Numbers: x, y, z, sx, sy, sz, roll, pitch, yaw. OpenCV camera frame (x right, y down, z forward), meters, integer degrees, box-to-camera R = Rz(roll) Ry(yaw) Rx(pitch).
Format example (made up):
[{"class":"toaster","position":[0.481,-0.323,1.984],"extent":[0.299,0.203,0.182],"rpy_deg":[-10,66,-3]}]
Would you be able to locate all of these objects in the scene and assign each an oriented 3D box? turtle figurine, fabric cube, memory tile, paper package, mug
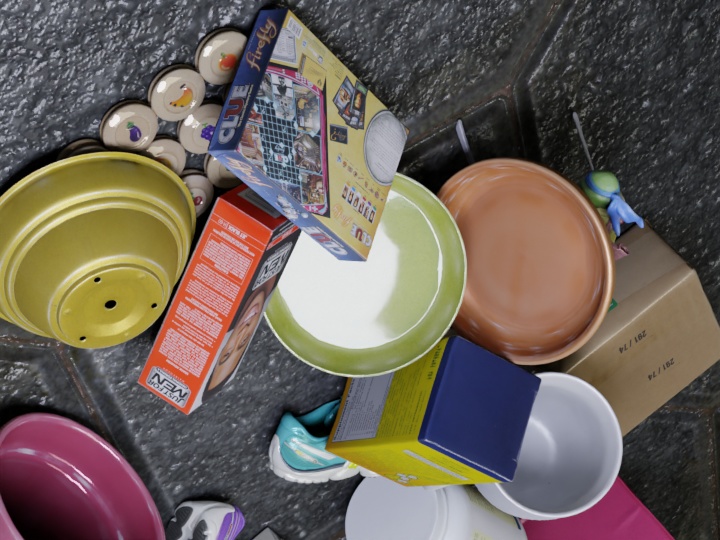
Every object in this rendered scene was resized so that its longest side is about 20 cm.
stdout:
[{"class":"turtle figurine","position":[0.188,-0.044,1.566],"extent":[0.144,0.199,0.195],"rpy_deg":[-30,144,-48]},{"class":"fabric cube","position":[0.318,0.394,2.002],"extent":[0.196,0.200,0.199],"rpy_deg":[-40,139,1]},{"class":"memory tile","position":[-0.152,-0.106,1.345],"extent":[0.200,0.017,0.153],"rpy_deg":[-38,139,-2]},{"class":"paper package","position":[0.295,0.075,1.777],"extent":[0.200,0.104,0.191],"rpy_deg":[-38,138,-2]},{"class":"mug","position":[0.159,0.196,1.668],"extent":[0.198,0.149,0.175],"rpy_deg":[-14,172,-10]}]

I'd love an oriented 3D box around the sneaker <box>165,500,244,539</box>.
[{"class":"sneaker","position":[-0.177,0.331,1.667],"extent":[0.083,0.081,0.201],"rpy_deg":[6,121,-47]}]

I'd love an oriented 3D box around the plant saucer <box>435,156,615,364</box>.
[{"class":"plant saucer","position":[0.151,-0.011,1.488],"extent":[0.037,0.199,0.201],"rpy_deg":[-29,146,-54]}]

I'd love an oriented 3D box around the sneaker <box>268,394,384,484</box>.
[{"class":"sneaker","position":[-0.003,0.173,1.663],"extent":[0.199,0.077,0.080],"rpy_deg":[-7,121,-33]}]

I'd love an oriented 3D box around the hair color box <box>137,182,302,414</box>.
[{"class":"hair color box","position":[-0.121,0.020,1.413],"extent":[0.201,0.061,0.101],"rpy_deg":[-63,169,25]}]

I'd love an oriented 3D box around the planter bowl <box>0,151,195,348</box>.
[{"class":"planter bowl","position":[-0.219,0.005,1.321],"extent":[0.199,0.084,0.201],"rpy_deg":[-18,139,-16]}]

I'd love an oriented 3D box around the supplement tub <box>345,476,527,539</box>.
[{"class":"supplement tub","position":[0.087,0.305,1.789],"extent":[0.145,0.145,0.200],"rpy_deg":[-47,139,8]}]

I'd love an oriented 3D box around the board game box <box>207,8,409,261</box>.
[{"class":"board game box","position":[-0.040,-0.112,1.351],"extent":[0.200,0.034,0.136],"rpy_deg":[40,61,-46]}]

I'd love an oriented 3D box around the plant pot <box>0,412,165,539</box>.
[{"class":"plant pot","position":[-0.307,0.260,1.431],"extent":[0.179,0.201,0.199],"rpy_deg":[-40,142,23]}]

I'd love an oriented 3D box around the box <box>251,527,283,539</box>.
[{"class":"box","position":[-0.142,0.387,1.739],"extent":[0.200,0.078,0.095],"rpy_deg":[-40,139,0]}]

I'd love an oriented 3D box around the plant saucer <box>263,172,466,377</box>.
[{"class":"plant saucer","position":[0.000,0.000,1.480],"extent":[0.198,0.031,0.202],"rpy_deg":[-2,103,-6]}]

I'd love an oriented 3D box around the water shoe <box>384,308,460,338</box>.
[{"class":"water shoe","position":[0.084,0.070,1.593],"extent":[0.199,0.072,0.079],"rpy_deg":[12,123,-40]}]

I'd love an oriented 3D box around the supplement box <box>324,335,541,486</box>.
[{"class":"supplement box","position":[0.069,0.144,1.560],"extent":[0.109,0.200,0.110],"rpy_deg":[27,70,-24]}]
